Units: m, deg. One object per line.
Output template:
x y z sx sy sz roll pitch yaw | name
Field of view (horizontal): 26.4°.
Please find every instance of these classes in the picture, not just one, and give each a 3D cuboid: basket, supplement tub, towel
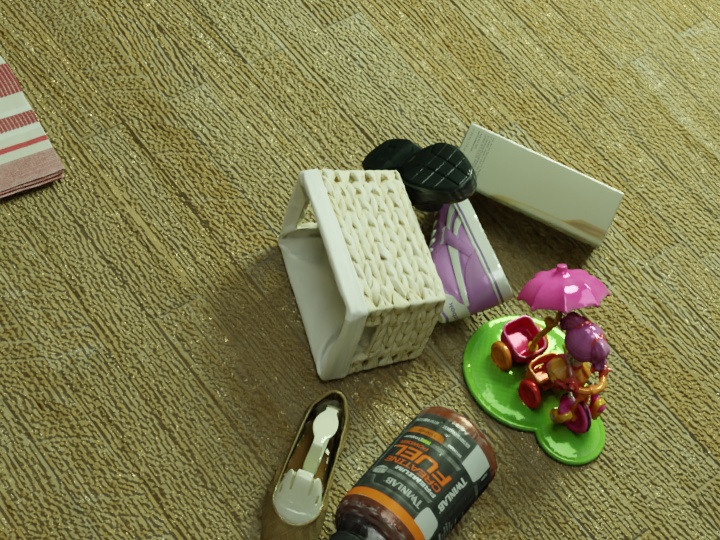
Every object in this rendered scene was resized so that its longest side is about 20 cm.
0.000 0.000 1.695 0.122 0.136 0.202 -5 56 -21 | basket
0.046 0.237 1.553 0.107 0.107 0.200 36 55 13 | supplement tub
-0.444 -0.159 1.772 0.143 0.023 0.201 -21 61 -22 | towel

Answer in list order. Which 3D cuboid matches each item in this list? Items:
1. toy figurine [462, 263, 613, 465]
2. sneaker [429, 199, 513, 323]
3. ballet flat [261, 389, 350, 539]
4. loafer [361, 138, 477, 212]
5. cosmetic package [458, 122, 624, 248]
0.216 0.084 1.652 0.149 0.185 0.201 -22 63 -25 | toy figurine
0.092 -0.021 1.769 0.113 0.073 0.201 -25 40 5 | sneaker
-0.052 0.205 1.575 0.067 0.073 0.201 21 54 3 | ballet flat
0.079 -0.101 1.756 0.073 0.073 0.200 -40 26 -13 | loafer
0.207 -0.100 1.819 0.198 0.105 0.072 26 93 7 | cosmetic package
